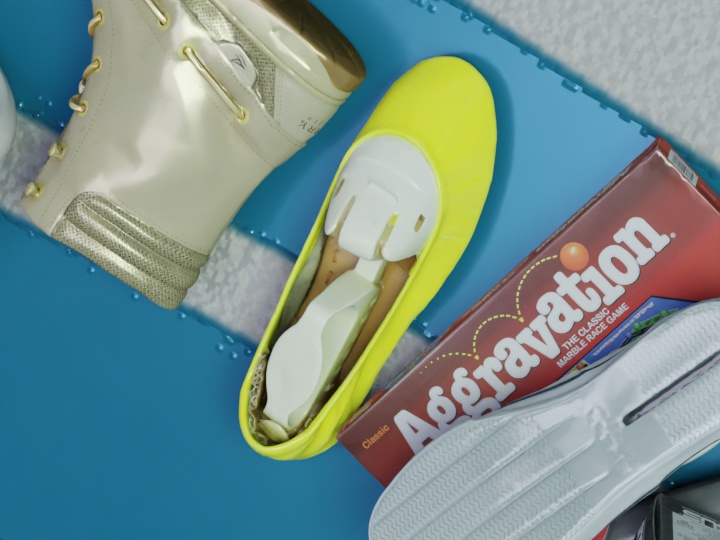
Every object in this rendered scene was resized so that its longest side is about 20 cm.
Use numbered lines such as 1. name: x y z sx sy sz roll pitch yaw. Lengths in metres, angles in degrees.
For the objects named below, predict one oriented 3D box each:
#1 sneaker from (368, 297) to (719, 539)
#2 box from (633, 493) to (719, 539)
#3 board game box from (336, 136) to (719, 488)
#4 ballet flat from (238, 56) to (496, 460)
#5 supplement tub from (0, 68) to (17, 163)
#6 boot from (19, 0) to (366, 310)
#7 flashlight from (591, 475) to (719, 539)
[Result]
1. sneaker: 0.097 0.078 1.199 0.199 0.071 0.073 -30 77 19
2. box: 0.180 0.202 1.187 0.199 0.048 0.159 23 112 -4
3. board game box: 0.093 0.044 1.241 0.103 0.019 0.200 45 112 -5
4. ballet flat: 0.000 0.000 1.258 0.067 0.067 0.201 32 108 16
5. supplement tub: -0.267 -0.040 1.319 0.140 0.140 0.200 47 112 9
6. boot: -0.115 -0.096 1.285 0.200 0.073 0.156 40 107 5
7. flashlight: 0.148 0.123 1.216 0.199 0.068 0.068 -17 52 16
